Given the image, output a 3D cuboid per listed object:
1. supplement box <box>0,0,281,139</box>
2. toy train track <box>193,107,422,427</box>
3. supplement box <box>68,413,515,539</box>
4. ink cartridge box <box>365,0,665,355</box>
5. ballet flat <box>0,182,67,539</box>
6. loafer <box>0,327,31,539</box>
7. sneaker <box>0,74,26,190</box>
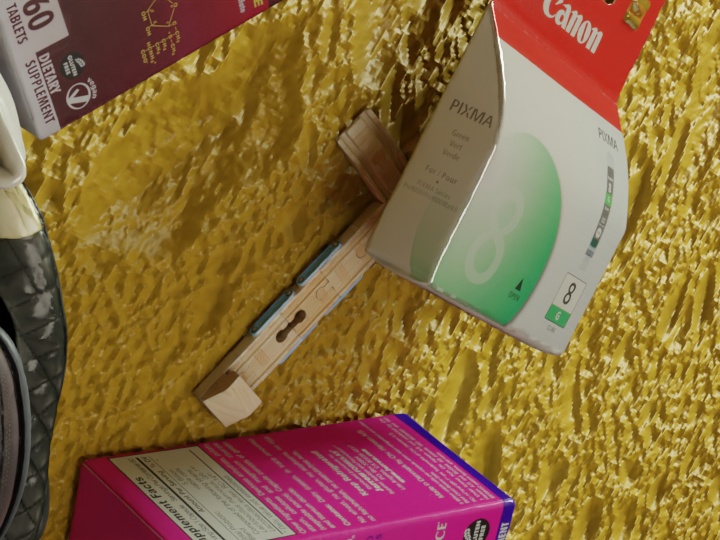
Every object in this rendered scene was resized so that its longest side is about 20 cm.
[{"bbox_3d":[-0.080,-0.153,0.985,0.199,0.061,0.109,-33,130,-23],"label":"supplement box"},{"bbox_3d":[0.000,0.000,1.154,0.200,0.032,0.115,-46,134,-9],"label":"toy train track"},{"bbox_3d":[-0.037,0.146,1.156,0.199,0.103,0.102,-6,118,-36],"label":"supplement box"},{"bbox_3d":[0.096,-0.069,1.155,0.201,0.050,0.161,-61,148,1],"label":"ink cartridge box"},{"bbox_3d":[-0.163,0.045,1.018,0.057,0.066,0.201,-15,122,-36],"label":"ballet flat"},{"bbox_3d":[-0.191,0.113,0.999,0.063,0.071,0.201,-56,168,-64],"label":"loafer"},{"bbox_3d":[-0.192,-0.104,0.880,0.075,0.088,0.200,-48,119,-4],"label":"sneaker"}]
